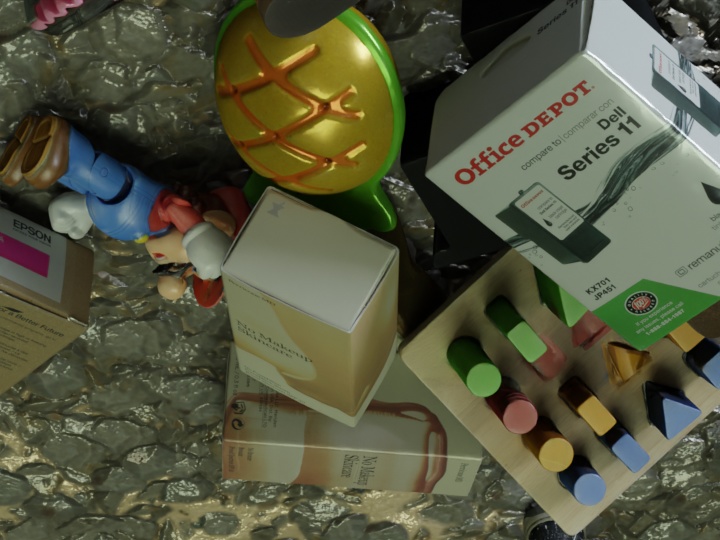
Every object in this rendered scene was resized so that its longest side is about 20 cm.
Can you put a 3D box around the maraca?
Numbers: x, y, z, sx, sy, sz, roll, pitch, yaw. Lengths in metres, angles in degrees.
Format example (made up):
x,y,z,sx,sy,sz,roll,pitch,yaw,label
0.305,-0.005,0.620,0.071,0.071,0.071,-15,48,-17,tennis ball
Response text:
x,y,z,sx,sy,sz,roll,pitch,yaw,label
-0.033,-0.098,1.269,0.137,0.107,0.200,14,132,24,maraca

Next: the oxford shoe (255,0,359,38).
x,y,z,sx,sy,sz,roll,pitch,yaw,label
0.015,-0.224,1.182,0.200,0.071,0.071,-27,148,-3,oxford shoe

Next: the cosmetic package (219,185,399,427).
x,y,z,sx,sy,sz,roll,pitch,yaw,label
-0.033,0.030,1.333,0.105,0.071,0.200,26,160,12,cosmetic package

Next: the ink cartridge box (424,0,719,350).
x,y,z,sx,sy,sz,roll,pitch,yaw,label
0.160,-0.063,1.198,0.200,0.083,0.147,37,128,-20,ink cartridge box

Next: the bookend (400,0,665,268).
x,y,z,sx,sy,sz,roll,pitch,yaw,label
0.101,-0.123,1.279,0.200,0.092,0.199,-18,130,21,bookend

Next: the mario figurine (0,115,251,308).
x,y,z,sx,sy,sz,roll,pitch,yaw,label
-0.157,-0.027,1.337,0.200,0.124,0.106,28,115,-26,mario figurine

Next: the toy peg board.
x,y,z,sx,sy,sz,roll,pitch,yaw,label
0.169,0.070,1.385,0.200,0.098,0.199,-43,102,2,toy peg board

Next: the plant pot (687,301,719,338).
x,y,z,sx,sy,sz,roll,pitch,yaw,label
0.299,-0.043,1.309,0.200,0.187,0.187,-34,131,22,plant pot

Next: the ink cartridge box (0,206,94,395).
x,y,z,sx,sy,sz,roll,pitch,yaw,label
-0.317,0.011,1.373,0.200,0.075,0.165,28,135,-32,ink cartridge box

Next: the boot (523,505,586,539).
x,y,z,sx,sy,sz,roll,pitch,yaw,label
0.192,0.322,1.723,0.073,0.154,0.204,-12,137,6,boot

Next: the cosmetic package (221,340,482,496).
x,y,z,sx,sy,sz,roll,pitch,yaw,label
-0.007,0.117,1.496,0.200,0.087,0.103,3,156,-1,cosmetic package

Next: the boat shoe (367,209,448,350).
x,y,z,sx,sy,sz,roll,pitch,yaw,label
0.000,0.000,1.414,0.066,0.074,0.200,5,144,35,boat shoe

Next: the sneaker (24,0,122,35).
x,y,z,sx,sy,sz,roll,pitch,yaw,label
-0.125,-0.202,1.190,0.200,0.079,0.095,-33,142,28,sneaker
